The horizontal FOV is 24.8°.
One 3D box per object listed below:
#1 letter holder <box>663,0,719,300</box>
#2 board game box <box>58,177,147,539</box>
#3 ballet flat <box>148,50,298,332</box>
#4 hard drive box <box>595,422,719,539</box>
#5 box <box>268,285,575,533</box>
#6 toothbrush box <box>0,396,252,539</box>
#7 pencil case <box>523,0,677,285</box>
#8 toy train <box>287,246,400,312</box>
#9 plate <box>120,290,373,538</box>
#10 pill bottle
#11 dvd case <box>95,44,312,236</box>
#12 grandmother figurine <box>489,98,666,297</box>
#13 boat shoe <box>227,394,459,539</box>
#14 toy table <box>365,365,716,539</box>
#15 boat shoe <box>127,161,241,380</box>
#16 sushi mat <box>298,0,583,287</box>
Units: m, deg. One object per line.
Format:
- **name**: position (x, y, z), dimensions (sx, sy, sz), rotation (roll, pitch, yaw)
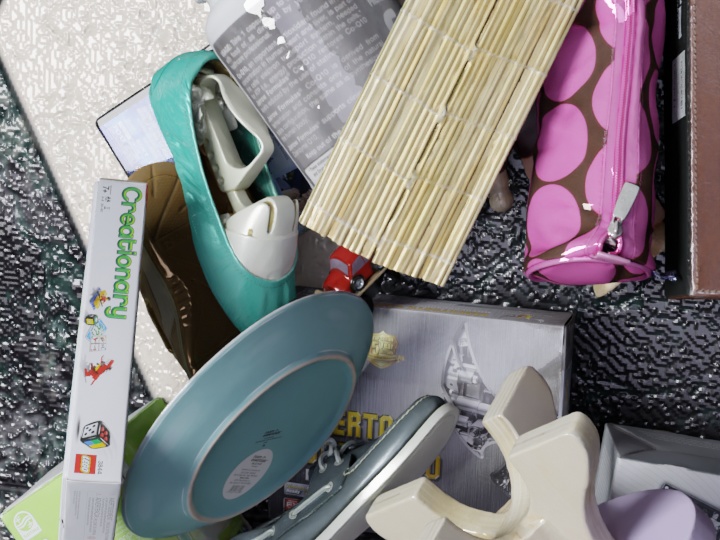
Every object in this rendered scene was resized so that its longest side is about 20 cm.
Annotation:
- **letter holder**: position (0.260, -0.082, 0.985), dimensions (0.142, 0.101, 0.200), rotation (0, 88, 3)
- **board game box**: position (-0.156, 0.062, 0.989), dimensions (0.035, 0.126, 0.200), rotation (6, 59, -9)
- **ballet flat**: position (-0.078, -0.051, 1.046), dimensions (0.070, 0.067, 0.200), rotation (-28, 81, 47)
- **hard drive box**: position (0.221, 0.216, 1.073), dimensions (0.156, 0.077, 0.200), rotation (9, 103, 0)
- **box**: position (0.040, 0.099, 1.101), dimensions (0.200, 0.048, 0.159), rotation (6, 102, 15)
- **toothbrush box**: position (-0.132, 0.204, 1.112), dimensions (0.086, 0.146, 0.200), rotation (-32, 92, 14)
- **pencil case**: position (0.146, -0.091, 0.983), dimensions (0.091, 0.094, 0.200), rotation (2, 81, 2)
- **toy train**: position (0.000, 0.000, 1.059), dimensions (0.200, 0.034, 0.046), rotation (-44, 123, -19)
- **plate**: position (-0.060, 0.097, 1.000), dimensions (0.026, 0.200, 0.200), rotation (42, 106, 24)
- **pill bottle**: position (-0.025, -0.141, 1.025), dimensions (0.114, 0.114, 0.200), rotation (-35, 93, 15)
- **dvd case**: position (-0.064, -0.093, 1.110), dimensions (0.200, 0.018, 0.143), rotation (-31, 93, 15)
- **grandmother figurine**: position (0.126, -0.088, 1.056), dimensions (0.121, 0.061, 0.200), rotation (-39, 94, 2)
- **boat shoe**: position (-0.017, 0.142, 1.062), dimensions (0.062, 0.073, 0.200), rotation (49, 113, 18)
- **toy table**: position (0.096, 0.156, 0.960), dimensions (0.117, 0.184, 0.200), rotation (46, 125, -12)
- **boat shoe**: position (-0.104, 0.025, 1.097), dimensions (0.074, 0.069, 0.200), rotation (-22, 88, -20)
- **sushi mat**: position (0.048, -0.096, 0.962), dimensions (0.096, 0.012, 0.200), rotation (25, 96, -7)
